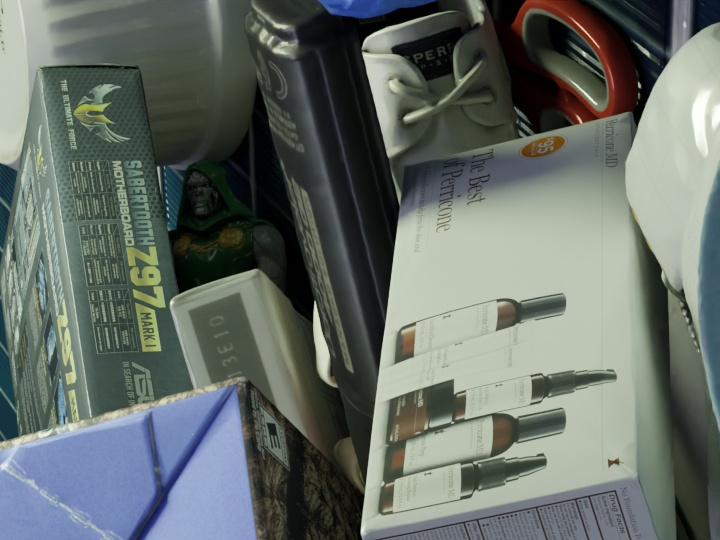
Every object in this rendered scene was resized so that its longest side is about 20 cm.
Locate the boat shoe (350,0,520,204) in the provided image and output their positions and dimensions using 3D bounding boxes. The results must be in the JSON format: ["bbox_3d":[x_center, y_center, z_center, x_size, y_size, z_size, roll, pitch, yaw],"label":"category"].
[{"bbox_3d":[0.021,-0.068,0.987,0.066,0.071,0.201,108,149,-66],"label":"boat shoe"}]

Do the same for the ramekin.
[{"bbox_3d":[-0.133,-0.137,1.305,0.200,0.104,0.201,-131,33,-48],"label":"ramekin"}]

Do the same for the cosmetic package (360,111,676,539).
[{"bbox_3d":[0.051,0.027,0.853,0.200,0.082,0.051,-83,-21,-57],"label":"cosmetic package"}]

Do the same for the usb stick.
[{"bbox_3d":[0.000,0.000,0.945,0.055,0.032,0.201,-134,26,-59],"label":"usb stick"}]

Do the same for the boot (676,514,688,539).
[{"bbox_3d":[0.042,0.069,1.055,0.201,0.072,0.144,63,157,20],"label":"boot"}]

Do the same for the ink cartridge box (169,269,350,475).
[{"bbox_3d":[-0.018,0.109,1.167,0.174,0.043,0.201,56,-164,-80],"label":"ink cartridge box"}]

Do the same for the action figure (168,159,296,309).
[{"bbox_3d":[-0.060,0.048,1.271,0.055,0.117,0.201,23,-122,-72],"label":"action figure"}]

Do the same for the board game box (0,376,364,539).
[{"bbox_3d":[-0.039,0.153,0.954,0.200,0.096,0.160,50,-152,-61],"label":"board game box"}]

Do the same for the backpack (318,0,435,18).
[{"bbox_3d":[-0.009,-0.172,0.894,0.200,0.167,0.163,51,155,40],"label":"backpack"}]

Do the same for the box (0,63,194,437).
[{"bbox_3d":[-0.115,0.036,1.213,0.158,0.051,0.201,109,154,-52],"label":"box"}]

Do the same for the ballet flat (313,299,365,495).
[{"bbox_3d":[0.013,0.049,1.117,0.069,0.063,0.201,27,129,62],"label":"ballet flat"}]

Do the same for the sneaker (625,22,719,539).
[{"bbox_3d":[0.126,0.025,0.833,0.116,0.073,0.201,-111,14,-56],"label":"sneaker"}]

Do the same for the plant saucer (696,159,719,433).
[{"bbox_3d":[0.167,0.031,0.685,0.201,0.039,0.202,32,134,40],"label":"plant saucer"}]

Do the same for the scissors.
[{"bbox_3d":[0.047,-0.086,1.018,0.200,0.014,0.074,-133,33,-53],"label":"scissors"}]
